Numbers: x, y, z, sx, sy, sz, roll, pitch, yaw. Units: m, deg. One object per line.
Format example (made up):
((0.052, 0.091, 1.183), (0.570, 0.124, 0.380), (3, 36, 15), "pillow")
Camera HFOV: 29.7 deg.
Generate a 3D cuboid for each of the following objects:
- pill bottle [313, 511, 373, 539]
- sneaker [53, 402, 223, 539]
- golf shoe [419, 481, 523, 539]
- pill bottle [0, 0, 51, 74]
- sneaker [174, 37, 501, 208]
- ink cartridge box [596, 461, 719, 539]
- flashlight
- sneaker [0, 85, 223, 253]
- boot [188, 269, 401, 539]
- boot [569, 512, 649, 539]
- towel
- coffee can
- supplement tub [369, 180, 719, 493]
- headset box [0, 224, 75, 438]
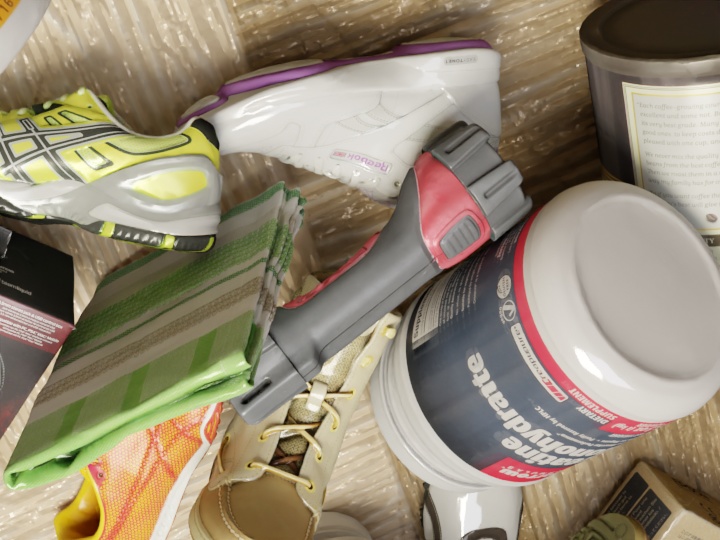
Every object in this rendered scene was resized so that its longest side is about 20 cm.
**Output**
((-0.004, 0.245, 0.870), (0.113, 0.200, 0.113), (-7, 115, -15), "pill bottle")
((-0.135, 0.098, 0.833), (0.077, 0.073, 0.200), (14, 108, -27), "sneaker")
((0.086, 0.212, 0.948), (0.078, 0.095, 0.201), (-4, 113, -16), "golf shoe")
((-0.255, -0.168, 0.649), (0.116, 0.116, 0.200), (-45, 119, 5), "pill bottle")
((-0.006, -0.077, 0.789), (0.199, 0.075, 0.100), (-10, 103, -14), "sneaker")
((0.248, 0.259, 1.033), (0.200, 0.075, 0.165), (29, 103, -28), "ink cartridge box")
((0.000, 0.000, 0.754), (0.200, 0.068, 0.068), (-38, 82, -4), "flashlight")
((-0.170, -0.063, 0.742), (0.199, 0.075, 0.077), (12, 88, -3), "sneaker")
((-0.033, 0.086, 0.794), (0.073, 0.200, 0.156), (26, 102, -7), "boot")
((0.213, 0.263, 0.951), (0.200, 0.066, 0.175), (19, 110, -26), "boot")
((-0.102, 0.033, 0.723), (0.149, 0.200, 0.031), (-27, 113, 18), "towel")
((0.221, -0.065, 0.838), (0.146, 0.146, 0.200), (-19, 118, -10), "coffee can")
((0.108, 0.047, 0.806), (0.140, 0.141, 0.200), (18, 148, -25), "supplement tub")
((-0.260, 0.041, 0.747), (0.149, 0.077, 0.200), (26, 114, -27), "headset box")
